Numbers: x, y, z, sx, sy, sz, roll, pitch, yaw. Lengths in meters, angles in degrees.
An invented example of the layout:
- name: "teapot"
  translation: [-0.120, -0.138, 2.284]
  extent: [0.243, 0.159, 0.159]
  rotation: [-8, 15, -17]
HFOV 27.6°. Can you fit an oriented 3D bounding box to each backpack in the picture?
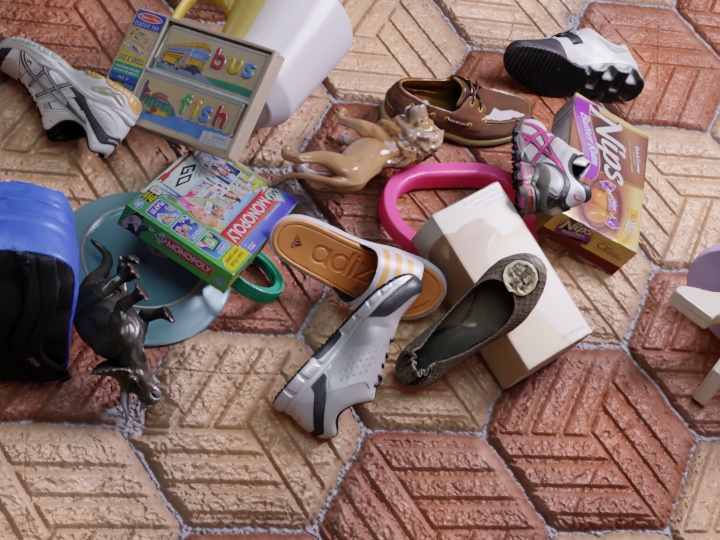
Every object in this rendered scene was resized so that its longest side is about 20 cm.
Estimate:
- name: "backpack"
  translation: [-0.357, -0.004, 1.416]
  extent: [0.161, 0.201, 0.169]
  rotation: [-2, 55, -18]

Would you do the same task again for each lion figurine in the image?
- name: "lion figurine"
  translation: [0.000, -0.129, 1.686]
  extent: [0.122, 0.073, 0.200]
  rotation: [26, 50, 26]

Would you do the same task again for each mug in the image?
- name: "mug"
  translation: [-0.122, -0.251, 1.731]
  extent: [0.185, 0.150, 0.154]
  rotation: [8, 54, 32]

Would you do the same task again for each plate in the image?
- name: "plate"
  translation: [-0.234, -0.010, 1.572]
  extent: [0.198, 0.026, 0.202]
  rotation: [8, 53, -11]

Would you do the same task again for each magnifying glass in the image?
- name: "magnifying glass"
  translation: [-0.151, -0.040, 1.609]
  extent: [0.079, 0.022, 0.200]
  rotation: [2, 41, -51]

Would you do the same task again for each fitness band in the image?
- name: "fitness band"
  translation: [0.117, -0.065, 1.717]
  extent: [0.198, 0.038, 0.145]
  rotation: [-2, 55, -20]

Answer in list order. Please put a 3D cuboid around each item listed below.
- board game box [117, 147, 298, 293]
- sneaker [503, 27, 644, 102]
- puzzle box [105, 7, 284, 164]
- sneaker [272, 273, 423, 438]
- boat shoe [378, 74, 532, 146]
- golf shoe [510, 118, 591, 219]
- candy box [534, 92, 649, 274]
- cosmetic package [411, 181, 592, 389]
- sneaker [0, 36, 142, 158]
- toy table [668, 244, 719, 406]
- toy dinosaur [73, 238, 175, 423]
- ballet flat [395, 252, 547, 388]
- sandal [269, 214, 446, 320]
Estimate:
- name: "board game box"
  translation: [-0.160, -0.063, 1.584]
  extent: [0.134, 0.029, 0.200]
  rotation: [32, 31, 2]
- name: "sneaker"
  translation: [0.269, -0.277, 1.903]
  extent: [0.198, 0.074, 0.089]
  rotation: [9, 52, -24]
- name: "puzzle box"
  translation: [-0.194, -0.210, 1.646]
  extent: [0.199, 0.025, 0.134]
  rotation: [20, 81, 26]
- name: "sneaker"
  translation: [0.001, 0.089, 1.518]
  extent: [0.080, 0.074, 0.200]
  rotation: [42, 87, 3]
- name: "boat shoe"
  translation: [0.124, -0.201, 1.799]
  extent: [0.198, 0.068, 0.073]
  rotation: [1, 54, -17]
- name: "golf shoe"
  translation: [0.219, -0.118, 1.698]
  extent: [0.091, 0.073, 0.201]
  rotation: [-3, 31, 3]
- name: "candy box"
  translation: [0.283, -0.107, 1.776]
  extent: [0.116, 0.056, 0.201]
  rotation: [27, 51, -15]
- name: "cosmetic package"
  translation: [0.155, 0.016, 1.617]
  extent: [0.105, 0.071, 0.201]
  rotation: [-28, 80, -27]
- name: "sneaker"
  translation: [-0.343, -0.193, 1.640]
  extent: [0.199, 0.076, 0.088]
  rotation: [27, 85, 24]
- name: "toy table"
  translation: [0.446, 0.063, 1.651]
  extent: [0.199, 0.185, 0.117]
  rotation: [27, 34, 19]
- name: "toy dinosaur"
  translation: [-0.253, 0.042, 1.471]
  extent: [0.102, 0.077, 0.201]
  rotation: [-39, 63, 6]
- name: "ballet flat"
  translation: [0.114, 0.055, 1.544]
  extent: [0.068, 0.200, 0.046]
  rotation: [53, 12, 10]
- name: "sandal"
  translation: [-0.004, 0.007, 1.579]
  extent: [0.205, 0.080, 0.059]
  rotation: [21, 19, -13]
